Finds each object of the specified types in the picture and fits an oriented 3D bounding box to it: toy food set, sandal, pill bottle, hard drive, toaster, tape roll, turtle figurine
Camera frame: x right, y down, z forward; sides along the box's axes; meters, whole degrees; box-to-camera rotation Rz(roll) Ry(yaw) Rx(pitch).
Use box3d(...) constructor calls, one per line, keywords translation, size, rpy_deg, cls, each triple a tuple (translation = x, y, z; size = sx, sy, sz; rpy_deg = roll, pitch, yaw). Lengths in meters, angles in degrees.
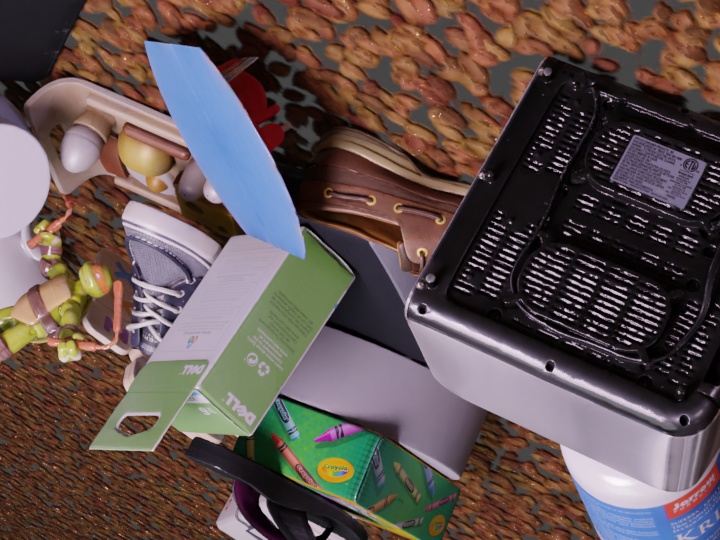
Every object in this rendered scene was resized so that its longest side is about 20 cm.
box3d(translation=(-0.160, -0.063, 1.332), size=(0.199, 0.061, 0.144), rpy_deg=(24, 157, 15), cls="toy food set")
box3d(translation=(-0.071, 0.188, 1.356), size=(0.075, 0.048, 0.200), rpy_deg=(13, 164, 46), cls="sandal")
box3d(translation=(0.203, 0.130, 1.205), size=(0.112, 0.113, 0.200), rpy_deg=(17, 156, 29), cls="pill bottle")
box3d(translation=(0.000, 0.000, 1.292), size=(0.134, 0.042, 0.200), rpy_deg=(18, 155, 28), cls="hard drive")
box3d(translation=(0.150, 0.003, 0.936), size=(0.199, 0.181, 0.119), rpy_deg=(23, 160, 19), cls="toaster")
box3d(translation=(0.004, 0.107, 1.429), size=(0.199, 0.066, 0.200), rpy_deg=(22, 170, 4), cls="tape roll")
box3d(translation=(-0.263, 0.029, 1.378), size=(0.065, 0.161, 0.200), rpy_deg=(61, -179, -45), cls="turtle figurine")
box3d(translation=(-0.325, -0.094, 1.335), size=(0.200, 0.120, 0.120), rpy_deg=(27, 164, 51), cls="pill bottle")

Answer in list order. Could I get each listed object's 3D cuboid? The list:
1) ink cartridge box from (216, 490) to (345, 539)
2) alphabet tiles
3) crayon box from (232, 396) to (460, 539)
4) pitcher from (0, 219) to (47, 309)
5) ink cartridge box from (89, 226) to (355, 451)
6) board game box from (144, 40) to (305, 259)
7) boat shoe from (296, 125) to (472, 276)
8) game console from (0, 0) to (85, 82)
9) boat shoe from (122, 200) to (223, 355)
box3d(translation=(-0.049, 0.193, 1.630), size=(0.084, 0.145, 0.200), rpy_deg=(33, 158, -9), cls="ink cartridge box")
box3d(translation=(-0.152, 0.064, 1.465), size=(0.195, 0.200, 0.015), rpy_deg=(39, 115, -23), cls="alphabet tiles")
box3d(translation=(-0.007, 0.167, 1.407), size=(0.118, 0.059, 0.200), rpy_deg=(18, 168, 27), cls="crayon box")
box3d(translation=(-0.343, -0.031, 1.580), size=(0.171, 0.122, 0.200), rpy_deg=(-6, 130, 32), cls="pitcher")
box3d(translation=(-0.099, 0.064, 1.228), size=(0.059, 0.200, 0.104), rpy_deg=(45, 154, -25), cls="ink cartridge box")
box3d(translation=(-0.078, -0.093, 1.159), size=(0.159, 0.039, 0.200), rpy_deg=(63, 165, -19), cls="board game box")
box3d(translation=(0.049, -0.024, 1.146), size=(0.199, 0.068, 0.072), rpy_deg=(26, 158, 9), cls="boat shoe")
box3d(translation=(-0.300, -0.222, 1.225), size=(0.176, 0.116, 0.200), rpy_deg=(61, 156, 3), cls="game console")
box3d(translation=(-0.149, 0.019, 1.329), size=(0.074, 0.093, 0.200), rpy_deg=(22, 168, 19), cls="boat shoe")
